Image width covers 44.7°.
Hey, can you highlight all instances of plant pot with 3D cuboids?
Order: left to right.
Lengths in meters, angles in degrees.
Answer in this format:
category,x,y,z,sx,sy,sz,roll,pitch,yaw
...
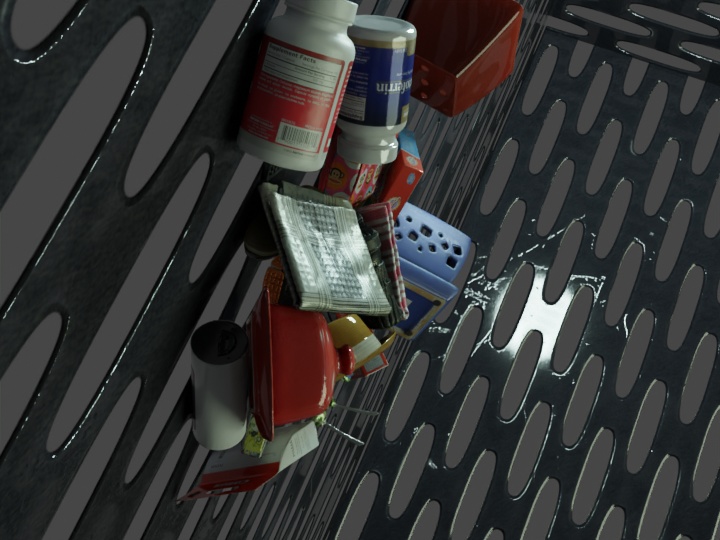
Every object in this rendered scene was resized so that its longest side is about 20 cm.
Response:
category,x,y,z,sx,sy,sz,roll,pitch,yaw
plant pot,0.081,0.008,1.715,0.200,0.198,0.181,-50,-161,41
plant pot,0.166,-0.412,1.642,0.177,0.199,0.200,-53,164,-17

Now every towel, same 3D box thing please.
category,x,y,z,sx,sy,sz,roll,pitch,yaw
towel,-0.045,-0.032,1.219,0.034,0.202,0.191,-36,152,33
towel,0.030,-0.012,1.510,0.146,0.030,0.203,-6,-86,63

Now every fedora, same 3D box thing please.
category,x,y,z,sx,sy,sz,roll,pitch,yaw
fedora,-0.042,0.124,1.353,0.199,0.082,0.201,-31,178,-1

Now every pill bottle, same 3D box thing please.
category,x,y,z,sx,sy,sz,roll,pitch,yaw
pill bottle,-0.071,-0.229,1.043,0.112,0.111,0.202,-33,143,-70
pill bottle,0.018,-0.268,1.306,0.116,0.114,0.202,-49,148,-58

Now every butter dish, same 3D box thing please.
category,x,y,z,sx,sy,sz,roll,pitch,yaw
butter dish,-0.080,0.127,1.200,0.199,0.146,0.203,142,-55,-76

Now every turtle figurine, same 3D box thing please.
category,x,y,z,sx,sy,sz,roll,pitch,yaw
turtle figurine,-0.087,0.245,1.532,0.144,0.192,0.201,-85,155,-57

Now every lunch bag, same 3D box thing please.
category,x,y,z,sx,sy,sz,roll,pitch,yaw
lunch bag,-0.002,-0.185,1.502,0.200,0.081,0.178,-38,148,-69

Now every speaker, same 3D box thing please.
category,x,y,z,sx,sy,sz,roll,pitch,yaw
speaker,-0.197,0.163,1.228,0.201,0.080,0.081,99,17,-45

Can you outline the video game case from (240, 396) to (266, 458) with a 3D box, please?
category,x,y,z,sx,sy,sz,roll,pitch,yaw
video game case,-0.152,0.184,1.392,0.200,0.035,0.183,-159,-95,-81

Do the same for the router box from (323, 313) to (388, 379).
category,x,y,z,sx,sy,sz,roll,pitch,yaw
router box,-0.022,0.105,1.595,0.048,0.181,0.200,-25,175,-10

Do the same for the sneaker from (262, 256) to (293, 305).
category,x,y,z,sx,sy,sz,roll,pitch,yaw
sneaker,-0.093,-0.021,1.406,0.092,0.075,0.202,69,44,-79

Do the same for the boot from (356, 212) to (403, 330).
category,x,y,z,sx,sy,sz,roll,pitch,yaw
boot,-0.002,0.001,1.463,0.211,0.079,0.159,-128,-162,-67

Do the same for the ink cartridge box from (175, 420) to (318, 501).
category,x,y,z,sx,sy,sz,roll,pitch,yaw
ink cartridge box,-0.180,0.300,1.391,0.199,0.161,0.058,-10,85,-62

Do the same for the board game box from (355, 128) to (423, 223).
category,x,y,z,sx,sy,sz,roll,pitch,yaw
board game box,0.044,-0.146,1.621,0.201,0.040,0.154,-60,-159,30

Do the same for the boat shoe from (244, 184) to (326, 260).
category,x,y,z,sx,sy,sz,roll,pitch,yaw
boat shoe,-0.107,-0.057,1.270,0.201,0.071,0.066,-49,166,-53

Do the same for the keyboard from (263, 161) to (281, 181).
category,x,y,z,sx,sy,sz,roll,pitch,yaw
keyboard,-0.081,-0.215,1.245,0.200,0.020,0.128,-55,162,-52
